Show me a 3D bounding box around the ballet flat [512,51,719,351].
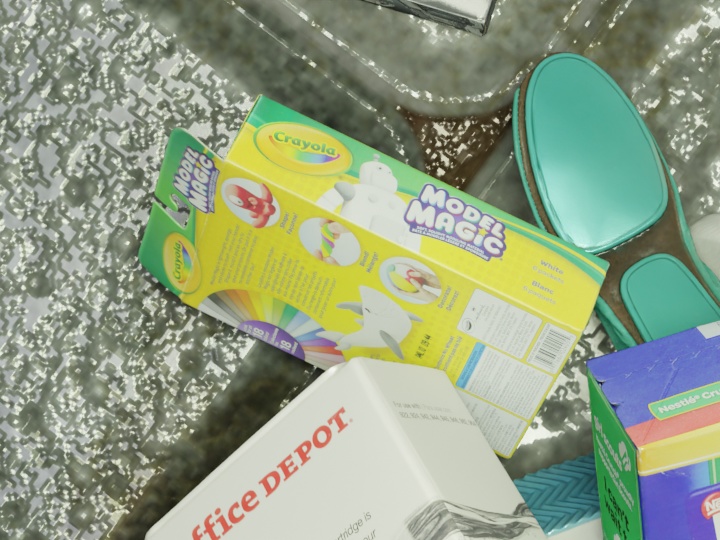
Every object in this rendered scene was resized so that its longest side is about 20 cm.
[{"bbox_3d":[0.123,-0.003,1.063,0.067,0.070,0.201,-24,72,-9],"label":"ballet flat"}]

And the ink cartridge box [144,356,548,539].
[{"bbox_3d":[0.015,0.159,0.996,0.145,0.084,0.201,-42,64,22],"label":"ink cartridge box"}]

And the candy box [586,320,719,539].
[{"bbox_3d":[0.190,0.115,0.989,0.168,0.077,0.201,-15,119,-9],"label":"candy box"}]

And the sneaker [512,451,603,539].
[{"bbox_3d":[0.153,0.120,1.067,0.199,0.077,0.081,-15,112,-5],"label":"sneaker"}]

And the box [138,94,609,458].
[{"bbox_3d":[0.000,0.000,1.047,0.199,0.118,0.049,25,53,0],"label":"box"}]

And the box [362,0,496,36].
[{"bbox_3d":[-0.013,-0.214,1.088,0.199,0.050,0.159,16,88,2],"label":"box"}]

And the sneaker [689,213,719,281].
[{"bbox_3d":[0.245,0.022,1.072,0.199,0.075,0.089,30,55,16],"label":"sneaker"}]
